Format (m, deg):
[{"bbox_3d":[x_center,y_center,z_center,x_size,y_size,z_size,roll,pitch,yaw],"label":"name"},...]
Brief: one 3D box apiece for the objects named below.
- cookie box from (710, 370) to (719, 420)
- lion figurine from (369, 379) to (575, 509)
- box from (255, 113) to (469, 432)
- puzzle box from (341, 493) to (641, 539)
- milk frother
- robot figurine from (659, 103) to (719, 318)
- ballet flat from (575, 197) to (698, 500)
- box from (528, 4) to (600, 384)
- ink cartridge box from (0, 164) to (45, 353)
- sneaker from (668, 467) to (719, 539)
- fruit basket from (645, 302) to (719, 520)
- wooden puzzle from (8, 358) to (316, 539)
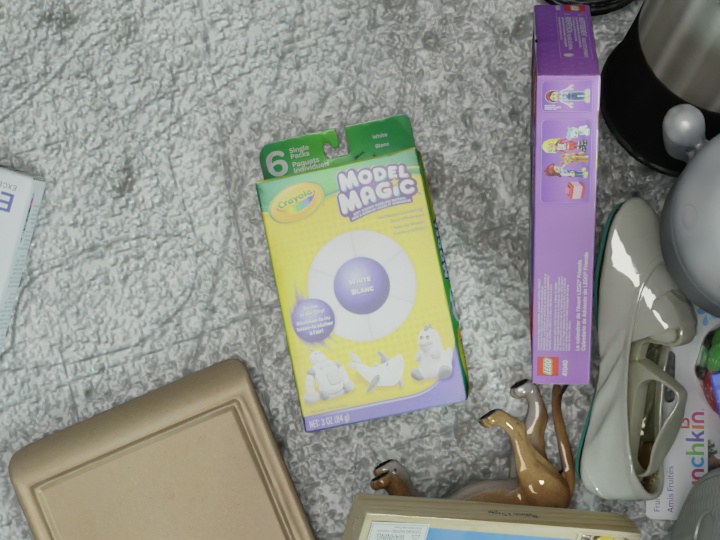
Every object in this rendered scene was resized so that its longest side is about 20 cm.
[{"bbox_3d":[0.270,0.128,0.893,0.075,0.200,0.173,-14,85,24],"label":"cookie box"},{"bbox_3d":[0.081,0.164,1.058,0.199,0.072,0.123,-30,93,1],"label":"lion figurine"},{"bbox_3d":[0.000,0.000,1.077,0.116,0.048,0.202,-12,87,5],"label":"box"},{"bbox_3d":[0.073,0.213,1.019,0.198,0.025,0.134,7,112,-21],"label":"puzzle box"},{"bbox_3d":[0.198,-0.191,0.986,0.199,0.188,0.181,22,64,2],"label":"milk frother"},{"bbox_3d":[0.234,-0.027,0.921,0.113,0.200,0.170,-44,84,3],"label":"robot figurine"},{"bbox_3d":[0.185,0.056,1.017,0.069,0.069,0.202,7,104,5],"label":"ballet flat"},{"bbox_3d":[0.125,-0.049,0.984,0.039,0.137,0.201,1,116,5],"label":"box"},{"bbox_3d":[-0.341,0.004,1.111,0.195,0.043,0.202,15,90,5],"label":"ink cartridge box"},{"bbox_3d":[0.256,0.191,0.997,0.117,0.201,0.074,12,55,1],"label":"sneaker"},{"bbox_3d":[0.286,0.075,1.029,0.198,0.094,0.187,1,90,9],"label":"fruit basket"},{"bbox_3d":[-0.128,0.185,1.097,0.184,0.037,0.201,-23,84,5],"label":"wooden puzzle"}]
